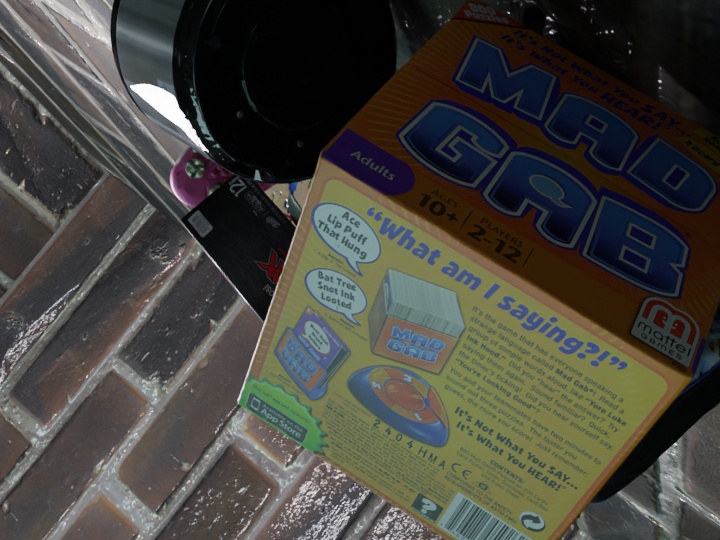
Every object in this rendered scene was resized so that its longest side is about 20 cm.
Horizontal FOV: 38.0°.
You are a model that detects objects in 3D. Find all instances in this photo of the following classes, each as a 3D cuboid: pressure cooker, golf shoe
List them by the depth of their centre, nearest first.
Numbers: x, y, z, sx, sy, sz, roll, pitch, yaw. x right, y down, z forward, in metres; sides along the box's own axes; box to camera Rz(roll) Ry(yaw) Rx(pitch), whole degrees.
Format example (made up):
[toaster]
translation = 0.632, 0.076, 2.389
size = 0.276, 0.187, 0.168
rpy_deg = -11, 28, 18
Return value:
[pressure cooker]
translation = -0.090, -0.170, 0.765
size = 0.176, 0.179, 0.199
rpy_deg = 7, -166, -35
[golf shoe]
translation = -0.084, -0.126, 0.921
size = 0.076, 0.199, 0.091
rpy_deg = 57, 171, -22

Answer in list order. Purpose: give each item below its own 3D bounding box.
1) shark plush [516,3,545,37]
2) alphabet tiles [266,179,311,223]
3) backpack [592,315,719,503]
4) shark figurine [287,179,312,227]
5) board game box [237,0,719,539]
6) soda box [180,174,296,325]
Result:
[shark plush]
translation = 0.089, -0.093, 0.703
size = 0.082, 0.092, 0.200
rpy_deg = 24, 164, 7
[alphabet tiles]
translation = -0.057, -0.100, 1.000
size = 0.007, 0.203, 0.166
rpy_deg = 2, -159, -43
[backpack]
translation = 0.174, 0.055, 0.821
size = 0.191, 0.199, 0.155
rpy_deg = 46, 167, 39
[shark figurine]
translation = -0.026, -0.067, 0.847
size = 0.128, 0.215, 0.090
rpy_deg = -33, 102, 38
[board game box]
translation = 0.078, 0.008, 0.606
size = 0.198, 0.200, 0.201
rpy_deg = 31, 135, 8
[soda box]
translation = -0.044, 0.022, 0.759
size = 0.200, 0.063, 0.071
rpy_deg = 48, 173, 26
